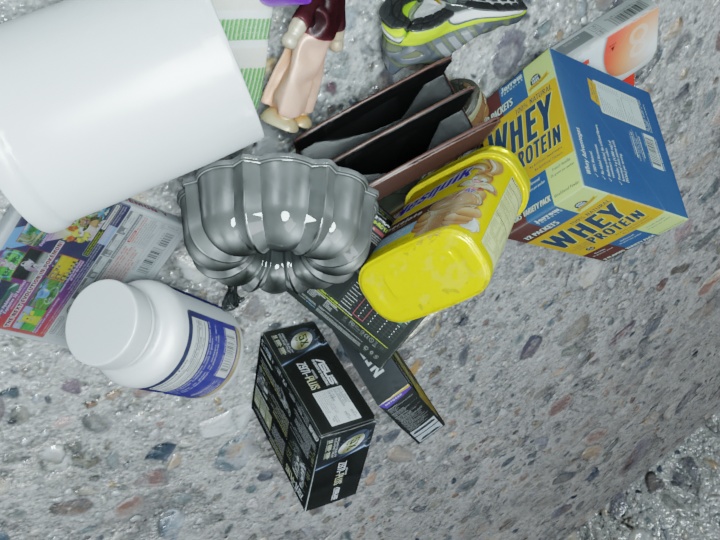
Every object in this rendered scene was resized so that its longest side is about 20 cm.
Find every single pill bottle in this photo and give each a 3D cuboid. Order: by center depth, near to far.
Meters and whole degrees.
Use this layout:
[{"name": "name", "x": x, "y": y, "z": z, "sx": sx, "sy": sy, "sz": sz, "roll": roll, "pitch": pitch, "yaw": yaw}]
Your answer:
[{"name": "pill bottle", "x": -0.229, "y": 0.076, "z": 0.833, "sx": 0.120, "sy": 0.120, "sz": 0.200, "roll": -43, "pitch": 155, "yaw": 5}]

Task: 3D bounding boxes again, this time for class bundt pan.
[{"name": "bundt pan", "x": -0.079, "y": -0.032, "z": 0.716, "sx": 0.200, "sy": 0.076, "sz": 0.202, "roll": -1, "pitch": 158, "yaw": -1}]

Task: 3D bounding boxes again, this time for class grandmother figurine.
[{"name": "grandmother figurine", "x": -0.048, "y": -0.243, "z": 0.748, "sx": 0.121, "sy": 0.060, "sz": 0.201, "roll": -58, "pitch": 172, "yaw": -65}]

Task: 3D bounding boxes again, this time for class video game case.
[{"name": "video game case", "x": -0.314, "y": -0.003, "z": 0.803, "sx": 0.182, "sy": 0.023, "sz": 0.200, "roll": 22, "pitch": 112, "yaw": -47}]

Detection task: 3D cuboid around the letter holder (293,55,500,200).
[{"name": "letter holder", "x": 0.035, "y": -0.147, "z": 0.806, "sx": 0.199, "sy": 0.101, "sz": 0.142, "roll": -28, "pitch": 180, "yaw": -2}]

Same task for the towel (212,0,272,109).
[{"name": "towel", "x": -0.160, "y": -0.221, "z": 0.717, "sx": 0.152, "sy": 0.023, "sz": 0.201, "roll": -12, "pitch": 132, "yaw": -30}]

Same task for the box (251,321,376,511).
[{"name": "box", "x": -0.073, "y": 0.202, "z": 1.042, "sx": 0.086, "sy": 0.200, "sz": 0.165, "roll": -11, "pitch": 133, "yaw": -28}]

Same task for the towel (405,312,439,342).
[{"name": "towel", "x": 0.091, "y": 0.004, "z": 1.036, "sx": 0.200, "sy": 0.133, "sz": 0.034, "roll": -40, "pitch": 137, "yaw": 2}]

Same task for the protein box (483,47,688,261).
[{"name": "protein box", "x": 0.280, "y": -0.140, "z": 0.944, "sx": 0.199, "sy": 0.200, "sz": 0.135, "roll": 10, "pitch": 152, "yaw": -32}]

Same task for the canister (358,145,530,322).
[{"name": "canister", "x": 0.093, "y": -0.041, "z": 0.786, "sx": 0.148, "sy": 0.200, "sz": 0.087, "roll": -25, "pitch": 108, "yaw": 34}]

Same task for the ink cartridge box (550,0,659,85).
[{"name": "ink cartridge box", "x": 0.343, "y": -0.261, "z": 1.046, "sx": 0.162, "sy": 0.050, "sz": 0.200, "roll": -33, "pitch": 137, "yaw": -7}]

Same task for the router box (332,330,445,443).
[{"name": "router box", "x": 0.029, "y": 0.134, "z": 1.057, "sx": 0.052, "sy": 0.200, "sz": 0.157, "roll": -36, "pitch": 142, "yaw": 2}]

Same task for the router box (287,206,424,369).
[{"name": "router box", "x": 0.000, "y": 0.000, "z": 0.922, "sx": 0.150, "sy": 0.200, "sz": 0.062, "roll": -50, "pitch": -179, "yaw": 15}]

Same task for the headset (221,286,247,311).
[{"name": "headset", "x": -0.121, "y": -0.034, "z": 0.845, "sx": 0.123, "sy": 0.094, "sz": 0.200, "roll": 17, "pitch": 143, "yaw": -19}]

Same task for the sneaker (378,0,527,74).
[{"name": "sneaker", "x": 0.102, "y": -0.280, "z": 0.838, "sx": 0.199, "sy": 0.074, "sz": 0.081, "roll": -19, "pitch": 156, "yaw": -23}]

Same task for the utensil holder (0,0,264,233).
[{"name": "utensil holder", "x": -0.201, "y": -0.148, "z": 0.613, "sx": 0.199, "sy": 0.170, "sz": 0.170, "roll": -24, "pitch": 139, "yaw": -4}]

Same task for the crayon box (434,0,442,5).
[{"name": "crayon box", "x": 0.017, "y": -0.344, "z": 0.654, "sx": 0.052, "sy": 0.126, "sz": 0.200, "roll": -43, "pitch": 141, "yaw": 4}]

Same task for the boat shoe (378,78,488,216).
[{"name": "boat shoe", "x": 0.095, "y": -0.147, "z": 0.943, "sx": 0.200, "sy": 0.076, "sz": 0.074, "roll": -49, "pitch": 144, "yaw": 14}]

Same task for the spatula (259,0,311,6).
[{"name": "spatula", "x": -0.018, "y": -0.271, "z": 0.649, "sx": 0.199, "sy": 0.021, "sz": 0.057, "roll": -7, "pitch": 151, "yaw": 26}]
